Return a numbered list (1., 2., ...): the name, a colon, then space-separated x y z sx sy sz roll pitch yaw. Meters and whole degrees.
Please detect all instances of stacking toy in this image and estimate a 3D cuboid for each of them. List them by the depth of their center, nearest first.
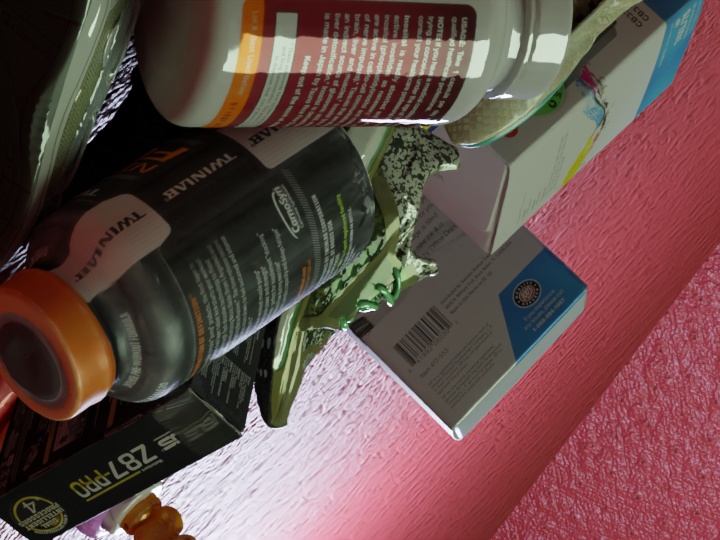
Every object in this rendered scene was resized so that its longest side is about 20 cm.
1. stacking toy: -0.160 0.119 1.255 0.109 0.200 0.116 -31 158 -46

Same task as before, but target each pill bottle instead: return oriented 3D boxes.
1. pill bottle: -0.002 -0.126 1.011 0.198 0.114 0.113 -1 143 -26
2. pill bottle: -0.092 -0.005 1.024 0.200 0.106 0.107 -36 162 -38

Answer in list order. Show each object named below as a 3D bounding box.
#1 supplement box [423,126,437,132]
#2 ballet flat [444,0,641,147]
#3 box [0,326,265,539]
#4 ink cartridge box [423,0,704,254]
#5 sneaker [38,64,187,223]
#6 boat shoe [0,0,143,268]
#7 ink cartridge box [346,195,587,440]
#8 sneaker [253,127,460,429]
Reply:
1. supplement box: 0.030 -0.178 1.195 0.109 0.109 0.200 -45 166 -6
2. ballet flat: 0.110 -0.154 1.176 0.200 0.067 0.063 -43 138 -15
3. box: -0.122 0.038 1.156 0.161 0.049 0.201 -31 -148 30
4. ink cartridge box: 0.112 -0.147 1.436 0.200 0.147 0.146 -43 166 -18
5. sneaker: -0.113 -0.080 1.124 0.200 0.076 0.114 -47 164 -13
6. boat shoe: -0.155 -0.082 1.002 0.065 0.074 0.203 -21 144 -50
7. ink cartridge box: 0.051 0.004 1.555 0.146 0.200 0.086 -45 167 -4
8. sneaker: 0.000 0.000 1.158 0.077 0.088 0.202 -149 -99 -79
